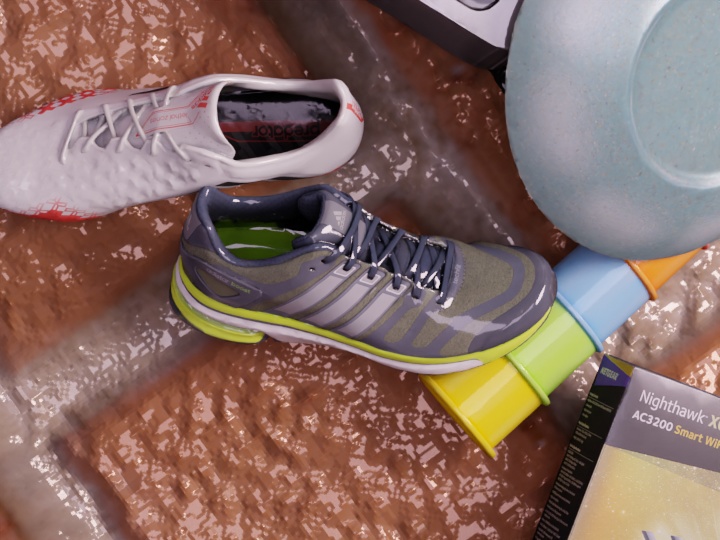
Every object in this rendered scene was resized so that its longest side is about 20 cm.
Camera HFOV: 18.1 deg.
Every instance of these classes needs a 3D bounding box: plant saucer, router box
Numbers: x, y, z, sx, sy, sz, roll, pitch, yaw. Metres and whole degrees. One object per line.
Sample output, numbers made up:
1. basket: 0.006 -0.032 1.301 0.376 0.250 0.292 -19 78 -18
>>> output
1. plant saucer: 0.165 -0.096 1.109 0.201 0.039 0.201 -10 111 -27
2. router box: 0.193 0.151 1.177 0.200 0.052 0.157 20 91 -14

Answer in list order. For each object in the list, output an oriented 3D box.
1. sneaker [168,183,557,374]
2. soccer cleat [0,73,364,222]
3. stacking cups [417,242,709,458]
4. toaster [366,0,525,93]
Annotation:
1. sneaker: 0.000 0.000 1.139 0.200 0.081 0.074 3 56 3
2. soccer cleat: -0.096 -0.068 1.145 0.200 0.085 0.069 -6 80 -5
3. stacking cups: 0.125 0.014 1.180 0.200 0.061 0.061 -39 94 -3
4. toaster: 0.054 -0.209 1.137 0.200 0.119 0.181 32 91 -4
